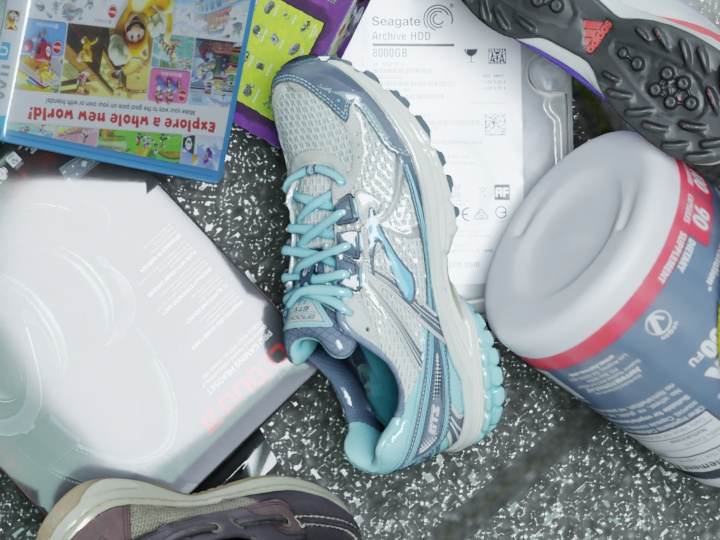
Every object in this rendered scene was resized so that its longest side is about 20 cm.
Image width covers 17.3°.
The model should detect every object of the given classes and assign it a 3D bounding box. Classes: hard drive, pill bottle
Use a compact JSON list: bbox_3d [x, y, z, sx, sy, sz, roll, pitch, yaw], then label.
[{"bbox_3d":[0.037,-0.073,1.177,0.139,0.038,0.201,0,88,-8],"label":"hard drive"},{"bbox_3d":[0.168,0.034,1.136,0.200,0.120,0.120,35,84,-25],"label":"pill bottle"}]

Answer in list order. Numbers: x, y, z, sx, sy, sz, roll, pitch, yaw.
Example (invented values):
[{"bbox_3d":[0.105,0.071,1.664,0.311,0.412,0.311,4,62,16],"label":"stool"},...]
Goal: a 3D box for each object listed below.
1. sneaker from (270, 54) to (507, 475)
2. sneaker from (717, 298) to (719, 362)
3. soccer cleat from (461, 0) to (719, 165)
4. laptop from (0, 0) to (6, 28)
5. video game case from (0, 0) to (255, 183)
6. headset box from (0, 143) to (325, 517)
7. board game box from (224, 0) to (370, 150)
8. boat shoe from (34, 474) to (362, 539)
[{"bbox_3d":[0.000,0.000,1.083,0.086,0.077,0.201,-29,101,-37],"label":"sneaker"},{"bbox_3d":[0.210,-0.031,1.034,0.082,0.074,0.201,-6,116,-23],"label":"sneaker"},{"bbox_3d":[0.109,-0.122,1.102,0.200,0.073,0.068,42,107,15],"label":"soccer cleat"},{"bbox_3d":[-0.261,-0.184,1.096,0.199,0.116,0.188,-15,91,1],"label":"laptop"},{"bbox_3d":[-0.096,-0.147,1.066,0.143,0.018,0.201,9,92,-52],"label":"video game case"},{"bbox_3d":[-0.125,0.037,1.131,0.149,0.077,0.200,-43,93,-7],"label":"headset box"},{"bbox_3d":[-0.039,-0.172,1.135,0.120,0.032,0.201,29,97,13],"label":"board game box"},{"bbox_3d":[-0.063,0.137,1.090,0.065,0.200,0.072,43,108,34],"label":"boat shoe"}]
